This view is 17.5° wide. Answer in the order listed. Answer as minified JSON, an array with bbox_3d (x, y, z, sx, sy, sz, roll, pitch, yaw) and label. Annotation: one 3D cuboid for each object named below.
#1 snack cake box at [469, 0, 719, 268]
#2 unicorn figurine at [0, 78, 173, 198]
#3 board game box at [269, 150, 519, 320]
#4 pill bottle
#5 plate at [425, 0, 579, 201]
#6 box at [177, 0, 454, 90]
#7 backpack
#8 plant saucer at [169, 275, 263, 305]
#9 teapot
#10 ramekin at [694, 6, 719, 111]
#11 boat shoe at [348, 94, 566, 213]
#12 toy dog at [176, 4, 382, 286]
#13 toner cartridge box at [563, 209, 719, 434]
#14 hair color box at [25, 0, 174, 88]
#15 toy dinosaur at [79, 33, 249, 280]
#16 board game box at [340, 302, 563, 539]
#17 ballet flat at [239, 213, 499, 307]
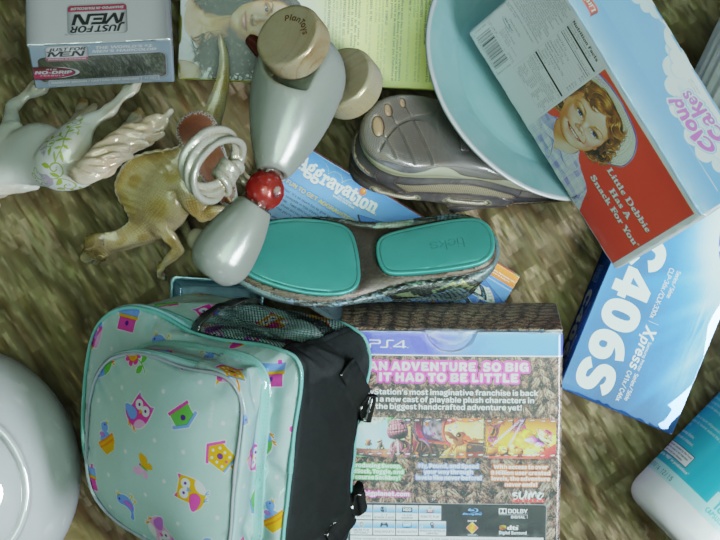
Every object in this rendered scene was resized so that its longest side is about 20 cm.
[{"bbox_3d":[0.174,-0.115,1.615,0.067,0.115,0.201,-30,87,-34],"label":"snack cake box"},{"bbox_3d":[-0.226,-0.080,1.648,0.074,0.199,0.138,48,59,-17],"label":"unicorn figurine"},{"bbox_3d":[0.007,-0.004,1.721,0.199,0.019,0.103,31,93,-6],"label":"board game box"},{"bbox_3d":[0.301,0.128,1.708,0.111,0.111,0.200,44,90,-6],"label":"pill bottle"},{"bbox_3d":[0.130,-0.141,1.685,0.199,0.026,0.202,10,67,-25],"label":"plate"},{"bbox_3d":[-0.033,-0.169,1.692,0.198,0.050,0.076,1,94,-5],"label":"box"},{"bbox_3d":[-0.108,0.107,1.612,0.153,0.199,0.177,-13,114,-45],"label":"backpack"},{"bbox_3d":[-0.109,0.105,1.718,0.069,0.019,0.202,3,93,0],"label":"plant saucer"},{"bbox_3d":[-0.289,0.144,1.644,0.200,0.146,0.198,38,90,-5],"label":"teapot"},{"bbox_3d":[0.321,-0.105,1.656,0.199,0.200,0.105,31,100,-6],"label":"ramekin"},{"bbox_3d":[0.081,-0.082,1.698,0.198,0.073,0.075,9,63,-24],"label":"boat shoe"},{"bbox_3d":[-0.075,-0.097,1.617,0.200,0.096,0.132,-48,136,-26],"label":"toy dog"},{"bbox_3d":[0.222,0.010,1.728,0.094,0.043,0.201,22,92,-7],"label":"toner cartridge box"},{"bbox_3d":[-0.183,-0.229,1.627,0.098,0.061,0.202,-3,64,-4],"label":"hair color box"},{"bbox_3d":[-0.122,-0.060,1.669,0.101,0.058,0.200,30,109,-24],"label":"toy dinosaur"},{"bbox_3d":[0.063,0.129,1.677,0.158,0.097,0.202,1,100,2],"label":"board game box"},{"bbox_3d":[0.000,0.000,1.677,0.198,0.074,0.075,0,94,-6],"label":"ballet flat"}]
